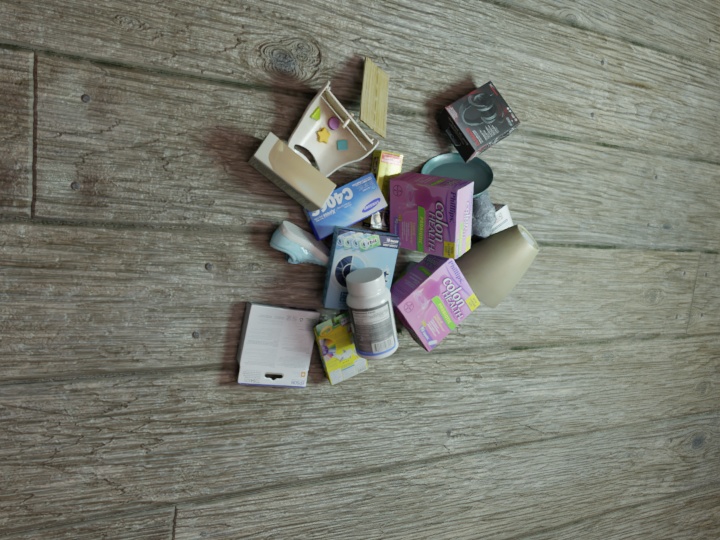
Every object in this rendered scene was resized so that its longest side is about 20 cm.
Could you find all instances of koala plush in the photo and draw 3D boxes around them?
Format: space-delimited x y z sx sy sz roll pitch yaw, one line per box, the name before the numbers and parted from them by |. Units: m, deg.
koala plush | 0.254 -0.146 1.738 0.195 0.184 0.182 -13 106 -14

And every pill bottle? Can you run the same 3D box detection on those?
pill bottle | 0.026 0.104 1.543 0.112 0.113 0.205 -20 113 -25

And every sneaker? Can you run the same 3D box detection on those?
sneaker | -0.147 -0.049 1.584 0.082 0.075 0.199 -43 127 18

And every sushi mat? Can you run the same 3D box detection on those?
sushi mat | 0.035 -0.434 1.578 0.095 0.012 0.205 29 56 -42

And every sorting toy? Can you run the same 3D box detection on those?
sorting toy | -0.088 -0.327 1.546 0.181 0.107 0.200 -48 118 -5

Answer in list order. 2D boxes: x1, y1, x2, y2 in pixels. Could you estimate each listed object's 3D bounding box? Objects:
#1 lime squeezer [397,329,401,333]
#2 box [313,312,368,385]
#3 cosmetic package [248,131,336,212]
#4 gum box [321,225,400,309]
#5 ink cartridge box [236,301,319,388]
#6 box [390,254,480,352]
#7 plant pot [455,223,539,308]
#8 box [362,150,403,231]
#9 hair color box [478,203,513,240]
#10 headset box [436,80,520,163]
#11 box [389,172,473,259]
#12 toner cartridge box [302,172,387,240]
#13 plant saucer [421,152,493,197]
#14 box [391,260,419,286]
lime squeezer | 0.055 0.150 1.716 0.200 0.037 0.072 49 48 -47
box | -0.053 0.195 1.641 0.115 0.049 0.203 -21 127 -13
cosmetic package | -0.163 -0.229 1.487 0.199 0.105 0.072 37 79 -17
gum box | 0.000 0.000 1.588 0.166 0.045 0.205 6 106 -18
ink cartridge box | -0.212 0.190 1.593 0.196 0.040 0.205 10 94 -31
box | 0.193 0.079 1.695 0.199 0.096 0.177 -41 117 -9
plant pot | 0.398 -0.030 1.770 0.186 0.190 0.199 33 120 -29
box | 0.060 -0.212 1.672 0.074 0.050 0.205 7 95 -29
hair color box | 0.418 -0.088 1.892 0.099 0.060 0.203 -33 113 -21
headset box | 0.318 -0.407 1.737 0.198 0.077 0.150 -32 83 -22
box | 0.180 -0.144 1.617 0.096 0.196 0.180 -30 127 -50
toner cartridge box | -0.039 -0.162 1.593 0.197 0.043 0.097 -27 91 -13
plant saucer | 0.263 -0.252 1.712 0.197 0.200 0.028 -27 140 -22
box | 0.182 0.082 1.788 0.117 0.060 0.200 -50 119 -13
